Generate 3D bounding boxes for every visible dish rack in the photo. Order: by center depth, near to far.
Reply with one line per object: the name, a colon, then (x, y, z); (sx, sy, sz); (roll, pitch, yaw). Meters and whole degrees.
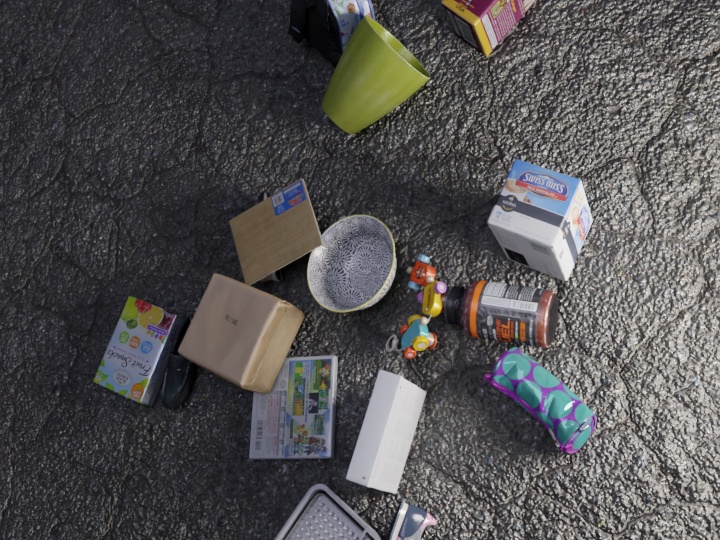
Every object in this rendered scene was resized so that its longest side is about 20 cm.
dish rack: (-0.057, 0.517, 1.644); (0.199, 0.043, 0.173); (34, 89, 35)

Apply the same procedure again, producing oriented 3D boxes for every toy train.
toy train: (0.121, 0.075, 1.716); (0.150, 0.055, 0.203); (14, 84, 66)

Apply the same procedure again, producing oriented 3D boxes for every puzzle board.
puzzle board: (-0.175, -0.078, 1.827); (0.198, 0.017, 0.153); (-27, 68, 23)

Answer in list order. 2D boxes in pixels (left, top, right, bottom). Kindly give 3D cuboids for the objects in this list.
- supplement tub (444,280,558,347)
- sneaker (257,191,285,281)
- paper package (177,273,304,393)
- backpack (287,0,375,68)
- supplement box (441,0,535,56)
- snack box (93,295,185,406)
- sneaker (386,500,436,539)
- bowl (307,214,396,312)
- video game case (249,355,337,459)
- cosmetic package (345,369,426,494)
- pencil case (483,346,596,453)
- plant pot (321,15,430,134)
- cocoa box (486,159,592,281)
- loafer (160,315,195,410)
supplement tub: (0.259, 0.077, 1.637); (0.197, 0.107, 0.109); (7, 76, 24)
sneaker: (-0.211, -0.072, 1.889); (0.079, 0.074, 0.204); (-11, 69, 20)
paper package: (-0.243, 0.129, 1.804); (0.198, 0.103, 0.193); (20, 81, 35)
backpack: (-0.057, -0.556, 1.920); (0.154, 0.191, 0.199); (-43, 62, -15)
supplement box: (0.278, -0.570, 1.824); (0.200, 0.131, 0.103); (-48, 63, 0)
snack box: (-0.478, 0.173, 1.926); (0.140, 0.053, 0.203); (17, 80, 26)
sneaker: (0.077, 0.524, 1.589); (0.081, 0.070, 0.203); (18, 89, 1)
bowl: (0.000, 0.000, 1.763); (0.198, 0.094, 0.204); (-12, 64, 26)
video game case: (-0.134, 0.275, 1.775); (0.179, 0.022, 0.204); (-5, 71, 20)
cosmetic package: (0.050, 0.298, 1.623); (0.051, 0.151, 0.203); (13, 78, 24)
pencil case: (0.321, 0.229, 1.574); (0.092, 0.086, 0.200); (-36, 60, -23)
plant pot: (0.014, -0.393, 1.861); (0.200, 0.186, 0.188); (-47, 62, 18)
cocoa box: (0.330, -0.089, 1.609); (0.132, 0.200, 0.133); (22, 81, 26)
loafer: (-0.381, 0.192, 1.871); (0.067, 0.070, 0.204); (12, 78, 25)
